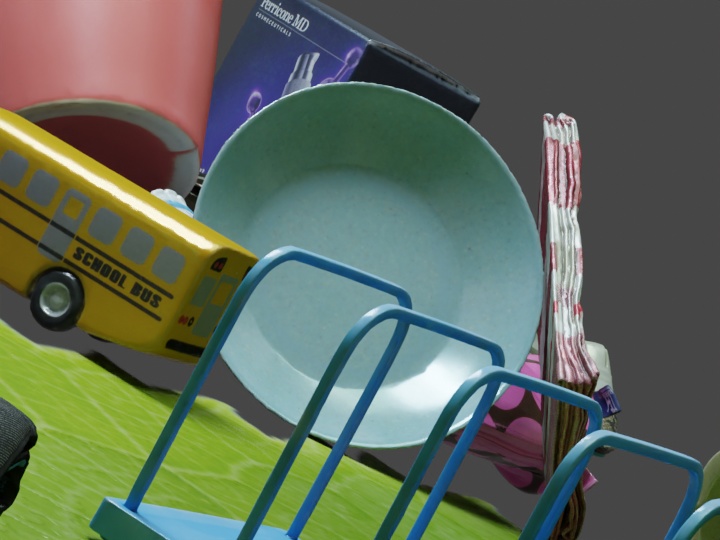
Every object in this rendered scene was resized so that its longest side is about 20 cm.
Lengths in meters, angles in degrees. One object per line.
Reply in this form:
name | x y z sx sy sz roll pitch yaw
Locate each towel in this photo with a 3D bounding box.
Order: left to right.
towel | 0.111 0.031 1.624 0.023 0.144 0.201 0 48 0

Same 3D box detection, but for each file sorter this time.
file sorter | 0.038 0.093 1.042 0.200 0.123 0.139 30 4 28

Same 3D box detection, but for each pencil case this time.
pencil case | 0.059 0.074 1.699 0.200 0.091 0.094 20 39 -49

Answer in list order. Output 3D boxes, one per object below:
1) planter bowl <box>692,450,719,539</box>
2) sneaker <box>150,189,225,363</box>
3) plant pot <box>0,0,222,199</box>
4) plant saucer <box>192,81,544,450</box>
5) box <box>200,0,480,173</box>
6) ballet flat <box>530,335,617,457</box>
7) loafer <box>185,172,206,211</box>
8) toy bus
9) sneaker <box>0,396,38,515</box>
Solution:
planter bowl | 0.254 0.145 1.535 0.134 0.201 0.200 -3 17 -21
sneaker | -0.081 0.013 1.606 0.087 0.075 0.200 36 7 19
plant pot | -0.168 -0.127 1.694 0.200 0.200 0.178 24 47 -42
plant saucer | 0.000 0.000 1.589 0.200 0.202 0.039 27 -20 -11
box | -0.037 -0.068 1.942 0.104 0.201 0.148 25 5 -36
ballet flat | 0.154 0.078 2.280 0.068 0.075 0.200 27 5 -24
loafer | -0.143 -0.032 1.791 0.199 0.073 0.071 18 9 -6
toy bus | -0.154 -0.021 1.461 0.200 0.079 0.065 30 5 23
sneaker | -0.155 0.036 0.892 0.112 0.073 0.200 30 12 -18
